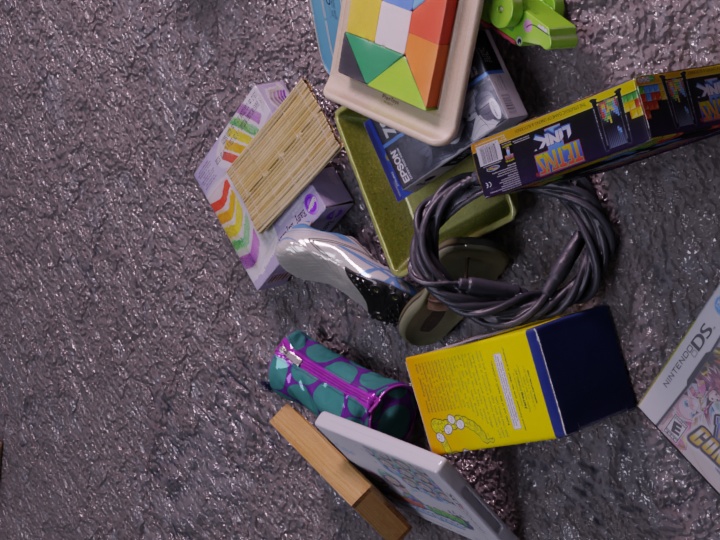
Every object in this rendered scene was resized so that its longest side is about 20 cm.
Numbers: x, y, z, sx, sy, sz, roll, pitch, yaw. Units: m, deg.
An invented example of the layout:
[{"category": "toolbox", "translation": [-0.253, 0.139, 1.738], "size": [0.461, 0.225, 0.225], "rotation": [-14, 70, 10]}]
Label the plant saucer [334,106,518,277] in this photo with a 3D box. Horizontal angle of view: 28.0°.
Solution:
[{"category": "plant saucer", "translation": [0.078, -0.117, 1.523], "size": [0.200, 0.048, 0.200], "rotation": [-28, 79, 48]}]

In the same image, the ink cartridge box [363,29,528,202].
[{"category": "ink cartridge box", "translation": [0.072, -0.150, 1.453], "size": [0.200, 0.039, 0.100], "rotation": [-34, 76, 43]}]

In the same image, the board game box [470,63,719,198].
[{"category": "board game box", "translation": [0.223, -0.122, 1.259], "size": [0.200, 0.165, 0.057], "rotation": [-18, 85, 51]}]

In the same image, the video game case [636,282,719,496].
[{"category": "video game case", "translation": [0.358, 0.130, 1.291], "size": [0.200, 0.025, 0.181], "rotation": [49, 134, 28]}]

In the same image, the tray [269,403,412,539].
[{"category": "tray", "translation": [-0.025, 0.239, 1.705], "size": [0.099, 0.037, 0.200], "rotation": [50, 173, -39]}]

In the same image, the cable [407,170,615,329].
[{"category": "cable", "translation": [0.143, -0.024, 1.409], "size": [0.200, 0.051, 0.163], "rotation": [-22, 93, 8]}]

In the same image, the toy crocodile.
[{"category": "toy crocodile", "translation": [0.133, -0.260, 1.401], "size": [0.200, 0.067, 0.062], "rotation": [42, 131, 37]}]

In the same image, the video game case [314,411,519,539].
[{"category": "video game case", "translation": [0.063, 0.235, 1.591], "size": [0.200, 0.024, 0.182], "rotation": [15, 154, 47]}]

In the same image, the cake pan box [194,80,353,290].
[{"category": "cake pan box", "translation": [-0.107, -0.103, 1.752], "size": [0.184, 0.052, 0.200], "rotation": [60, 137, 15]}]

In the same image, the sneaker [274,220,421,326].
[{"category": "sneaker", "translation": [0.000, 0.000, 1.630], "size": [0.200, 0.073, 0.072], "rotation": [27, 143, 16]}]

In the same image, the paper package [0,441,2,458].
[{"category": "paper package", "translation": [-0.746, 0.341, 2.614], "size": [0.200, 0.103, 0.191], "rotation": [38, 129, 38]}]

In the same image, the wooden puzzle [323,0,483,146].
[{"category": "wooden puzzle", "translation": [0.040, -0.242, 1.418], "size": [0.185, 0.037, 0.200], "rotation": [29, 113, 40]}]

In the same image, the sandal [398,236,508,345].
[{"category": "sandal", "translation": [0.100, 0.031, 1.519], "size": [0.201, 0.080, 0.057], "rotation": [116, 155, -49]}]

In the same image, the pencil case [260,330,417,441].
[{"category": "pencil case", "translation": [-0.024, 0.141, 1.699], "size": [0.200, 0.092, 0.085], "rotation": [23, 74, 43]}]

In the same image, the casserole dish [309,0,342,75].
[{"category": "casserole dish", "translation": [-0.013, -0.272, 1.551], "size": [0.121, 0.039, 0.200], "rotation": [33, 141, 46]}]

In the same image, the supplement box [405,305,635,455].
[{"category": "supplement box", "translation": [0.158, 0.114, 1.457], "size": [0.200, 0.109, 0.110], "rotation": [-17, 88, 51]}]

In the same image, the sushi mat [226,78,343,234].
[{"category": "sushi mat", "translation": [-0.090, -0.130, 1.675], "size": [0.200, 0.012, 0.096], "rotation": [-43, 67, 46]}]
